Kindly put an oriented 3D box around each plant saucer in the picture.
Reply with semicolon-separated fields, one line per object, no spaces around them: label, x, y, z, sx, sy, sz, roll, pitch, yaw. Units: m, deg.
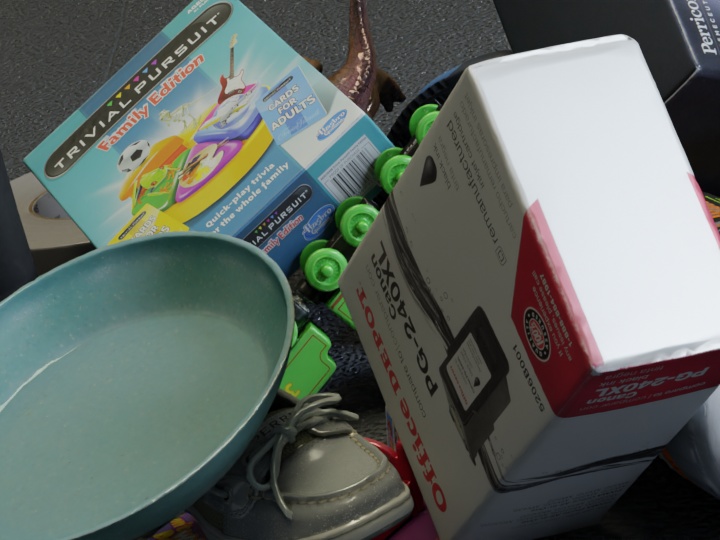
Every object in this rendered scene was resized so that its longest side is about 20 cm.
plant saucer;-0.114;0.063;1.317;0.200;0.036;0.200;-18;35;14

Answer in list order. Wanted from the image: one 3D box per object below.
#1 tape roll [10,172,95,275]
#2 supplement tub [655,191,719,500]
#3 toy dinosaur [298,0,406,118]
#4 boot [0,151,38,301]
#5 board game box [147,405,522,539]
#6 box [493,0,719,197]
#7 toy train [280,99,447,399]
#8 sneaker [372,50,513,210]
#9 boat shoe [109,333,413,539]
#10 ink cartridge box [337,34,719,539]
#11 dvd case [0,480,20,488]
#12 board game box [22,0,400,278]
tape roll;-0.143;-0.020;1.801;0.200;0.066;0.200;-11;19;4
supplement tub;0.162;0.032;1.343;0.122;0.123;0.200;-18;18;-16
toy dinosaur;-0.038;-0.069;1.664;0.200;0.086;0.136;-53;2;11
boot;-0.186;-0.014;1.591;0.165;0.200;0.066;1;22;36
board game box;-0.021;0.109;1.365;0.158;0.039;0.200;-16;18;-10
box;0.187;-0.143;1.598;0.198;0.200;0.123;4;-35;-36
toy train;0.000;0.000;1.510;0.200;0.056;0.042;-50;11;4
sneaker;0.050;-0.067;1.668;0.200;0.066;0.078;-49;-2;42
boat shoe;-0.052;0.078;1.330;0.074;0.065;0.202;-29;27;-24
ink cartridge box;0.074;0.016;1.263;0.083;0.145;0.200;-12;-23;-24
dvd case;-0.195;0.076;1.447;0.146;0.022;0.200;-10;21;15
board game box;-0.083;-0.058;1.595;0.151;0.047;0.200;-43;37;-2
